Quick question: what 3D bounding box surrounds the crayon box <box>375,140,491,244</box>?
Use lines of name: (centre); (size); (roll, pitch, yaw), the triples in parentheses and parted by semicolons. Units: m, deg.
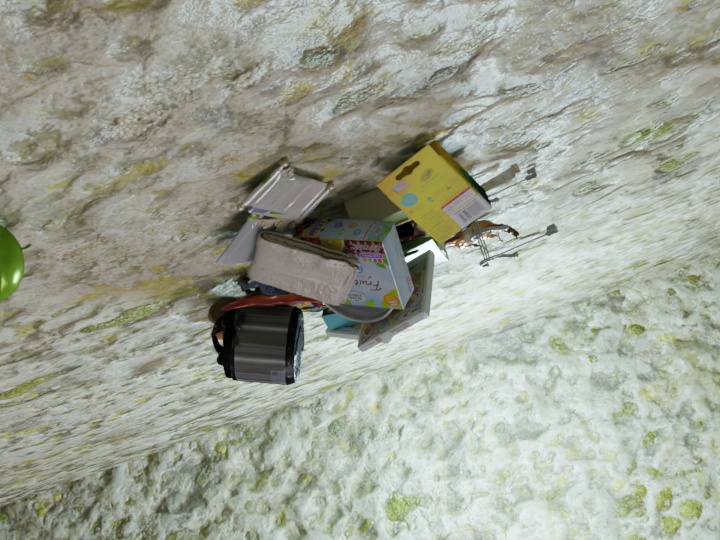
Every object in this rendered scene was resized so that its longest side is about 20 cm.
crayon box: (0.132, -0.148, 1.547); (0.126, 0.051, 0.200); (-35, 129, 21)

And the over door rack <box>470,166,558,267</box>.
over door rack: (0.331, -0.110, 1.863); (0.199, 0.150, 0.066); (-28, 160, 31)

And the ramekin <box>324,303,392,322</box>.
ramekin: (0.000, 0.000, 1.766); (0.200, 0.200, 0.105); (-36, -166, 46)

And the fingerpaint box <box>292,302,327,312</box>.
fingerpaint box: (-0.082, 0.029, 1.972); (0.199, 0.074, 0.166); (-29, 162, 30)

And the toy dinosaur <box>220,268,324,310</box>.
toy dinosaur: (-0.174, 0.062, 1.826); (0.179, 0.201, 0.106); (24, 149, 8)

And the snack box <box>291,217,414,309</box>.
snack box: (-0.012, -0.014, 1.632); (0.197, 0.068, 0.170); (6, 134, 29)

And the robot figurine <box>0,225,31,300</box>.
robot figurine: (-0.574, -0.005, 1.209); (0.198, 0.117, 0.176); (-8, 156, -35)

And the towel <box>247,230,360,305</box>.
towel: (-0.108, 0.000, 1.588); (0.197, 0.035, 0.133); (16, 139, -8)

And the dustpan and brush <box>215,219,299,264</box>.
dustpan and brush: (-0.171, -0.067, 1.614); (0.198, 0.058, 0.140); (5, 139, -43)

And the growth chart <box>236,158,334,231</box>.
growth chart: (-0.129, -0.123, 1.474); (0.144, 0.018, 0.199); (-38, 159, 17)

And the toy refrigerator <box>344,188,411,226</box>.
toy refrigerator: (0.076, -0.129, 1.647); (0.198, 0.071, 0.076); (-22, 164, 9)

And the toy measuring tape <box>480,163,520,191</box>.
toy measuring tape: (0.231, -0.169, 1.713); (0.198, 0.074, 0.074); (-28, 164, 3)

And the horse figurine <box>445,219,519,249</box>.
horse figurine: (0.286, -0.081, 2.072); (0.131, 0.051, 0.199); (12, 154, -43)

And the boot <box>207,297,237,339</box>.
boot: (-0.317, 0.120, 2.030); (0.154, 0.078, 0.199); (-27, 170, 38)

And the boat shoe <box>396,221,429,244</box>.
boat shoe: (0.118, -0.099, 1.790); (0.198, 0.071, 0.070); (-26, 167, 23)

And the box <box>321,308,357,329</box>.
box: (0.007, 0.081, 2.067); (0.197, 0.083, 0.049); (-14, 126, 23)

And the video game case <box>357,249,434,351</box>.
video game case: (0.078, 0.063, 1.816); (0.181, 0.201, 0.023); (-31, 120, 30)

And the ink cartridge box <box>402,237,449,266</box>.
ink cartridge box: (0.109, -0.050, 1.939); (0.146, 0.077, 0.200); (-22, 163, 10)

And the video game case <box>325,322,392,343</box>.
video game case: (0.032, 0.098, 2.091); (0.198, 0.023, 0.183); (2, -135, 40)

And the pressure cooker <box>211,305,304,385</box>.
pressure cooker: (-0.228, 0.158, 1.864); (0.197, 0.179, 0.179); (3, -170, 3)
